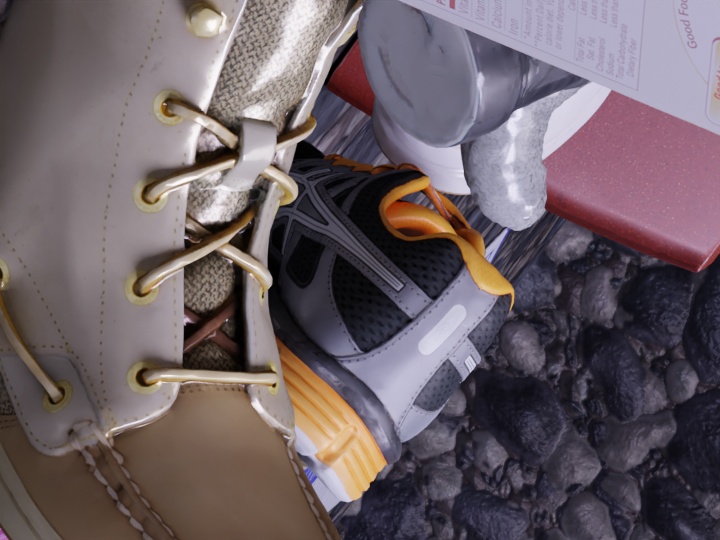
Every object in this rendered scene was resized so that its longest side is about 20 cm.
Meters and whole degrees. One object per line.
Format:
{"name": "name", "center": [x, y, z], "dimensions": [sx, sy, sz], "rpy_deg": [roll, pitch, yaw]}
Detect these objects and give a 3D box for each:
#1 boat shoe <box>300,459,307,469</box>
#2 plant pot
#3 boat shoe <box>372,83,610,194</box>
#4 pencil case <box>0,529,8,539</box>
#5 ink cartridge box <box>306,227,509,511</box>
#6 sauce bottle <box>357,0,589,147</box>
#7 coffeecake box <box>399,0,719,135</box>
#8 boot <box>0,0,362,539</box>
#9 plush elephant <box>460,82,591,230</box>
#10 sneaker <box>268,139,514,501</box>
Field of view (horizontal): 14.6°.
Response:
{"name": "boat shoe", "center": [-0.056, 0.055, 0.807], "dimensions": [0.066, 0.072, 0.201], "rpy_deg": [-39, -170, 5]}
{"name": "plant pot", "center": [0.127, -0.106, 1.262], "dimensions": [0.200, 0.176, 0.200], "rpy_deg": [-53, 173, 7]}
{"name": "boat shoe", "center": [0.071, -0.113, 0.891], "dimensions": [0.200, 0.071, 0.069], "rpy_deg": [-53, 168, -22]}
{"name": "pencil case", "center": [-0.141, 0.083, 0.835], "dimensions": [0.087, 0.083, 0.200], "rpy_deg": [-50, 173, 12]}
{"name": "ink cartridge box", "center": [-0.039, 0.081, 1.094], "dimensions": [0.200, 0.047, 0.198], "rpy_deg": [-48, 171, -37]}
{"name": "sauce bottle", "center": [0.086, -0.080, 0.658], "dimensions": [0.199, 0.065, 0.065], "rpy_deg": [-24, 159, -32]}
{"name": "coffeecake box", "center": [0.059, -0.118, 0.594], "dimensions": [0.154, 0.199, 0.073], "rpy_deg": [-47, 151, -37]}
{"name": "boot", "center": [-0.033, -0.014, 0.650], "dimensions": [0.073, 0.200, 0.156], "rpy_deg": [8, 125, -43]}
{"name": "plush elephant", "center": [0.031, -0.090, 0.779], "dimensions": [0.200, 0.155, 0.165], "rpy_deg": [-54, 173, 18]}
{"name": "sneaker", "center": [0.000, 0.000, 0.856], "dimensions": [0.077, 0.078, 0.200], "rpy_deg": [-40, -157, 7]}
